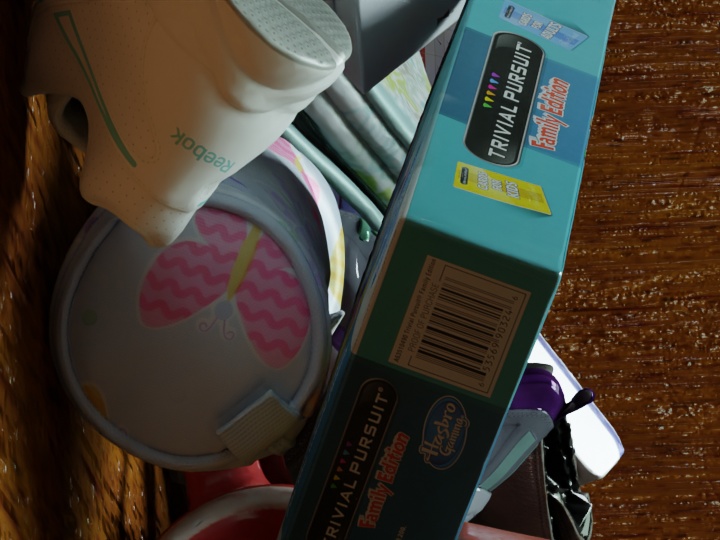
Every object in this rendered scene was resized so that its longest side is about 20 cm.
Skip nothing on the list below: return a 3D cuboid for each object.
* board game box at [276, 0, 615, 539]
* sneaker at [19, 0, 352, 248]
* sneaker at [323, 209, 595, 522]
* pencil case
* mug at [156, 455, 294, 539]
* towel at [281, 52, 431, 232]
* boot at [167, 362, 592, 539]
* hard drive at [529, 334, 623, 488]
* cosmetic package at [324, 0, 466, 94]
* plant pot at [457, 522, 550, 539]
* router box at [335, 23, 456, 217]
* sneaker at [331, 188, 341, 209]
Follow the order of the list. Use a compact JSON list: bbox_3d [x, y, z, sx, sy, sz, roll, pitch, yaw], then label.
[{"bbox_3d":[0.022,0.012,0.841,0.200,0.047,0.152,-72,-178,-62],"label":"board game box"},{"bbox_3d":[-0.067,-0.081,0.786,0.080,0.070,0.201,-52,-151,17],"label":"sneaker"},{"bbox_3d":[0.000,0.000,1.092,0.200,0.087,0.074,50,2,-8],"label":"sneaker"},{"bbox_3d":[-0.047,0.007,0.900,0.200,0.083,0.091,-75,144,-84],"label":"pencil case"},{"bbox_3d":[-0.037,0.126,1.052,0.134,0.177,0.200,-49,171,-2],"label":"mug"},{"bbox_3d":[-0.028,-0.113,1.131,0.200,0.048,0.172,50,17,-46],"label":"towel"},{"bbox_3d":[0.012,0.103,1.203,0.201,0.173,0.069,82,20,-50],"label":"boot"},{"bbox_3d":[0.016,0.058,1.262,0.132,0.025,0.200,52,-35,-6],"label":"hard drive"},{"bbox_3d":[-0.033,-0.158,0.842,0.151,0.052,0.200,45,-14,18],"label":"cosmetic package"},{"bbox_3d":[0.097,0.170,0.824,0.201,0.194,0.202,17,90,-90],"label":"plant pot"},{"bbox_3d":[-0.001,-0.047,1.363,0.049,0.179,0.201,-24,121,-44],"label":"router box"},{"bbox_3d":[-0.057,-0.056,1.300,0.082,0.077,0.201,-53,154,-44],"label":"sneaker"}]
